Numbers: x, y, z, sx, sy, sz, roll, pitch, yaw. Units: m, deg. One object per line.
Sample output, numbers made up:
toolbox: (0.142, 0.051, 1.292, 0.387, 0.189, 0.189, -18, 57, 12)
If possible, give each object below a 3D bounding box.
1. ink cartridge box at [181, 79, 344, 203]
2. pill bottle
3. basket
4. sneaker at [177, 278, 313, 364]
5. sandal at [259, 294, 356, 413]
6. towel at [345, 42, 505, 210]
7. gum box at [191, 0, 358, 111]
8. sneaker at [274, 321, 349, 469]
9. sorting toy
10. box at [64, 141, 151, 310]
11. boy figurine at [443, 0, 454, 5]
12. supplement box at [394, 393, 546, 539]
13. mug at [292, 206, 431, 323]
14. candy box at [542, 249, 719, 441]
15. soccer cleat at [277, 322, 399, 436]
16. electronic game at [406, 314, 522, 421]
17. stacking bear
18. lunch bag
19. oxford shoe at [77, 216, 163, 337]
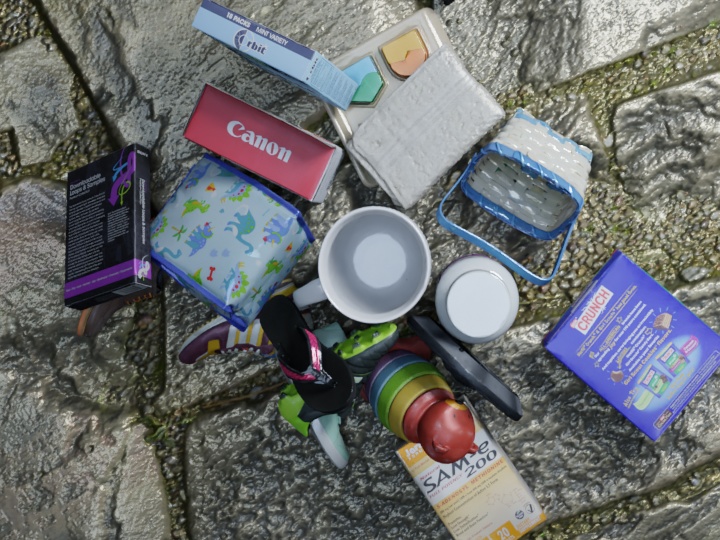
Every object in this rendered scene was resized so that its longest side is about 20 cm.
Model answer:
ink cartridge box: (-0.131, -0.171, 1.490, 0.197, 0.176, 0.085, 26, 94, 3)
pill bottle: (0.154, 0.037, 1.469, 0.110, 0.200, 0.115, 0, 94, 4)
basket: (0.214, -0.096, 1.473, 0.175, 0.140, 0.201, 33, 58, 2)
sneaker: (-0.162, 0.095, 1.556, 0.198, 0.075, 0.091, -31, 86, 6)
sandal: (-0.079, 0.107, 1.433, 0.075, 0.045, 0.200, -46, 58, 8)
towel: (0.087, -0.193, 1.513, 0.200, 0.034, 0.133, -42, 90, 8)
gum box: (-0.107, -0.281, 1.455, 0.168, 0.200, 0.045, 29, 94, 14)
sneaker: (-0.029, 0.173, 1.548, 0.117, 0.074, 0.203, -26, 107, -11)
sorting toy: (0.054, -0.241, 1.544, 0.198, 0.036, 0.187, -27, 91, 4)
box: (-0.347, -0.060, 1.518, 0.141, 0.036, 0.204, -16, 69, 33)
boy figurine: (0.079, -0.460, 1.518, 0.124, 0.064, 0.201, -40, 89, 5)
supplement box: (0.152, 0.293, 1.545, 0.125, 0.074, 0.201, -36, 90, 4)
mug: (0.000, 0.000, 1.490, 0.197, 0.175, 0.150, -25, 91, 5)
candy box: (0.376, 0.100, 1.520, 0.199, 0.077, 0.170, 40, 96, 0)
soccer cleat: (-0.021, 0.143, 1.470, 0.199, 0.068, 0.081, -36, 107, 13)
electronic game: (0.139, 0.129, 1.474, 0.199, 0.200, 0.042, 42, 93, 1)
stacking bear: (0.081, 0.178, 1.471, 0.120, 0.200, 0.115, 16, 108, -37)
lunch bag: (-0.190, -0.045, 1.508, 0.199, 0.128, 0.171, 34, 78, 19)
oxford shoe: (-0.326, 0.024, 1.567, 0.073, 0.071, 0.201, 38, 94, -3)
